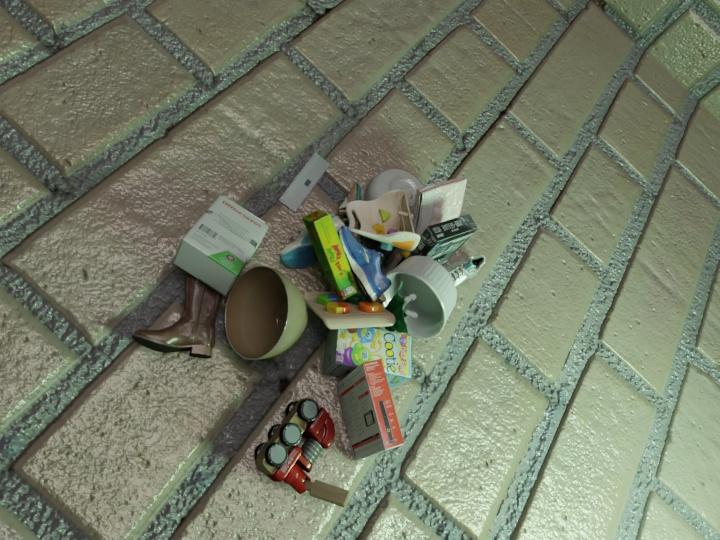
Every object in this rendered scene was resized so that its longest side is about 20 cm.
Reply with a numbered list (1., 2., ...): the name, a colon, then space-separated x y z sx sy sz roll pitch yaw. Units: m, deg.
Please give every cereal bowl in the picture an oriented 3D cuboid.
1. cereal bowl: 0.112 -0.207 1.574 0.194 0.083 0.207 9 63 -19

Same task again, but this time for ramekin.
1. ramekin: 0.152 0.062 1.409 0.201 0.201 0.098 46 51 3

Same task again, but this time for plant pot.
1. plant pot: -0.197 0.103 1.260 0.133 0.196 0.207 17 55 -55

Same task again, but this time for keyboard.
1. keyboard: -0.153 -0.247 1.521 0.056 0.011 0.203 37 59 -10

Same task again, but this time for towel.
1. towel: 0.212 -0.147 1.526 0.187 0.205 0.032 -18 40 -36

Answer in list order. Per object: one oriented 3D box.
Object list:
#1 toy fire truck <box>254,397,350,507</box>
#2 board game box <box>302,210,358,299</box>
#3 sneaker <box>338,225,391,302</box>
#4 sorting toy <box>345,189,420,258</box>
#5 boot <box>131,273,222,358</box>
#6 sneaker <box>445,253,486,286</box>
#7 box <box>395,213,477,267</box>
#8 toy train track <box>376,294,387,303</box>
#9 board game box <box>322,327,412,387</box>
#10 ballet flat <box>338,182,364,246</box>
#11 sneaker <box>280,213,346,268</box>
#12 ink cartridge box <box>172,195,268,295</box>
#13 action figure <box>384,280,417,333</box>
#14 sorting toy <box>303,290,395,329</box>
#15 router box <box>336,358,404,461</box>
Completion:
1. toy fire truck: -0.103 0.405 1.197 0.201 0.128 0.177 48 57 -11
2. board game box: -0.074 -0.039 1.343 0.047 0.101 0.205 -26 110 -16
3. sneaker: 0.009 -0.026 1.347 0.087 0.079 0.203 -28 75 -14
4. sorting toy: 0.049 -0.124 1.434 0.174 0.109 0.203 10 39 -12
5. boot: -0.401 0.081 1.235 0.182 0.064 0.207 18 64 -30
6. sneaker: 0.279 0.001 1.552 0.197 0.087 0.076 -31 83 -30
7. box: 0.201 -0.060 1.472 0.154 0.201 0.051 -18 68 -34
8. toy train track: 0.000 0.000 1.409 0.032 0.114 0.203 -31 88 -26
9. board game box: 0.018 0.205 1.337 0.194 0.105 0.106 14 62 -17
10. ballet flat: -0.026 -0.148 1.502 0.065 0.068 0.206 -6 65 5
11. sneaker: -0.127 -0.077 1.426 0.197 0.078 0.081 -29 55 -25
12. ink cartridge box: -0.321 -0.063 1.288 0.144 0.085 0.202 33 38 -8
13. action figure: 0.090 0.108 1.357 0.053 0.200 0.123 2 75 -13
14. sorting toy: -0.030 0.086 1.336 0.179 0.200 0.038 0 107 -23
15. router box: 0.016 0.316 1.230 0.047 0.200 0.185 -7 70 -24
